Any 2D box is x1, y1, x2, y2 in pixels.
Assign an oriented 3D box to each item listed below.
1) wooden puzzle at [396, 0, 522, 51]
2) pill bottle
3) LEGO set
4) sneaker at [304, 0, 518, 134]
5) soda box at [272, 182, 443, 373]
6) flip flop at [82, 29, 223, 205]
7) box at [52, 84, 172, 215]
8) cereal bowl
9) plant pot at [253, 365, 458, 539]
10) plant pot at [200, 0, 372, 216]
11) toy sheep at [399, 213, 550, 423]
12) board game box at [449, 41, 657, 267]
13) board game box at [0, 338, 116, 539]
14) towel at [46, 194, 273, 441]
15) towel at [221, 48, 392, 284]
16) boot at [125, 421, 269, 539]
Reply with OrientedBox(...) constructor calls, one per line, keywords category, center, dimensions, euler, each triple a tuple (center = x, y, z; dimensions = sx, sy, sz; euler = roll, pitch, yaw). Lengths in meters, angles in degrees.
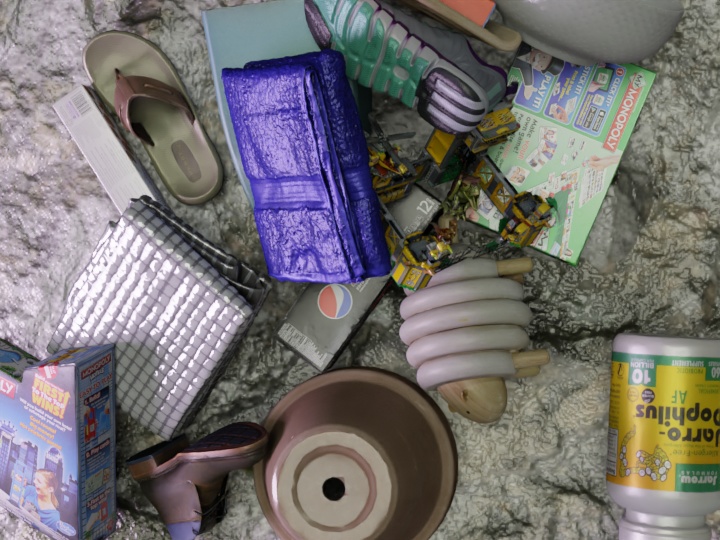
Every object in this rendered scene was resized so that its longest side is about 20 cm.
OrientedBox(category="wooden puzzle", center=(0.032, -0.267, 1.231), dimensions=(0.199, 0.185, 0.046), euler=(20, 102, -30))
OrientedBox(category="pill bottle", center=(0.284, 0.161, 1.267), dimensions=(0.112, 0.113, 0.201), euler=(3, 89, 7))
OrientedBox(category="LEGO set", center=(0.088, -0.082, 1.224), dimensions=(0.199, 0.116, 0.154), euler=(-13, 61, -29))
OrientedBox(category="sneaker", center=(0.042, -0.194, 1.204), dimensions=(0.200, 0.087, 0.075), euler=(40, 133, 16))
OrientedBox(category="soda box", center=(0.000, 0.000, 1.325), dimensions=(0.063, 0.071, 0.200), euler=(37, 94, 5))
OrientedBox(category="flip flop", center=(-0.206, -0.154, 1.361), dimensions=(0.081, 0.058, 0.201), euler=(-31, 86, 5))
OrientedBox(category="box", center=(-0.236, -0.093, 1.373), dimensions=(0.041, 0.039, 0.200), euler=(-35, 85, 7))
OrientedBox(category="cereal bowl", center=(0.190, -0.244, 1.253), dimensions=(0.199, 0.200, 0.084), euler=(27, 113, 7))
OrientedBox(category="plant pot", center=(-0.011, 0.193, 1.273), dimensions=(0.199, 0.175, 0.201), euler=(0, 89, 6))
OrientedBox(category="plant pot", center=(-0.057, -0.149, 1.307), dimensions=(0.141, 0.141, 0.201), euler=(-6, 94, 7))
OrientedBox(category="toy sheep", center=(0.100, 0.045, 1.288), dimensions=(0.137, 0.138, 0.201), euler=(-11, 73, 7))
OrientedBox(category="board game box", center=(0.186, -0.121, 1.327), dimensions=(0.134, 0.029, 0.201), euler=(23, 92, 6))
OrientedBox(category="board game box", center=(-0.313, 0.140, 1.329), dimensions=(0.199, 0.062, 0.201), euler=(27, 118, 19))
OrientedBox(category="towel", center=(-0.192, 0.042, 1.318), dimensions=(0.165, 0.086, 0.200), euler=(38, 120, 8))
OrientedBox(category="towel", center=(-0.054, -0.086, 1.195), dimensions=(0.147, 0.049, 0.201), euler=(-1, 106, 43))
OrientedBox(category="boot", center=(-0.139, 0.205, 1.310), dimensions=(0.200, 0.075, 0.097), euler=(-16, 98, 48))
